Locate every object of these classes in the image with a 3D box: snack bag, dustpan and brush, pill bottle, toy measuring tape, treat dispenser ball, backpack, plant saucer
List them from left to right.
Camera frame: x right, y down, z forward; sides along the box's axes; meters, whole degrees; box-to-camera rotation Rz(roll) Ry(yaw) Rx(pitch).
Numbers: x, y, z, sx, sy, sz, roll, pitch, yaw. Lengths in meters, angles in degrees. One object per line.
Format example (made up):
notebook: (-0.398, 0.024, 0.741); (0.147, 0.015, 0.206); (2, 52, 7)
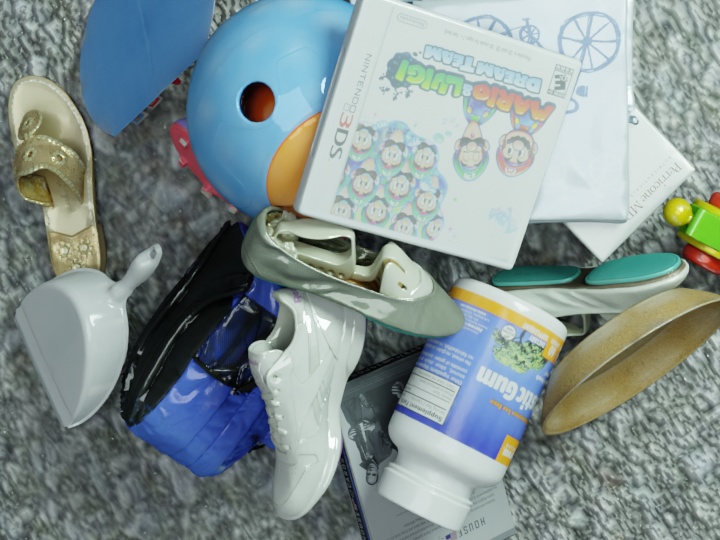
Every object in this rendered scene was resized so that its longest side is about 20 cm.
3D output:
dustpan and brush: (-0.245, 0.039, 1.354); (0.200, 0.057, 0.141); (-49, 62, 43)
backpack: (-0.117, 0.090, 1.327); (0.167, 0.163, 0.200); (39, 97, -17)
treat dispenser ball: (-0.051, -0.137, 1.253); (0.198, 0.201, 0.204); (1, 94, 8)
pill bottle: (0.092, 0.118, 1.261); (0.111, 0.112, 0.202); (24, 85, 6)
snack bag: (0.140, -0.133, 1.223); (0.186, 0.021, 0.203); (-2, 98, 10)
plant saucer: (0.232, 0.072, 1.263); (0.199, 0.200, 0.036); (-37, 69, 9)
toy measuring tape: (0.352, -0.018, 1.309); (0.198, 0.074, 0.074); (25, 98, -17)

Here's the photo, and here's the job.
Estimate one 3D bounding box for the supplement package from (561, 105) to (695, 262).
supplement package: (0.184, -0.121, 1.287); (0.200, 0.117, 0.117); (45, 98, 3)

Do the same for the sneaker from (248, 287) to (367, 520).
sneaker: (-0.060, 0.108, 1.227); (0.099, 0.075, 0.203); (10, 92, -27)

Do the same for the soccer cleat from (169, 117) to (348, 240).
soccer cleat: (-0.091, -0.086, 1.367); (0.199, 0.067, 0.077); (38, 66, 10)

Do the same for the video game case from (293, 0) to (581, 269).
video game case: (0.064, -0.110, 1.175); (0.198, 0.024, 0.184); (14, 102, -20)

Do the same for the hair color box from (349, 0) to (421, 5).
hair color box: (0.091, -0.271, 1.299); (0.197, 0.099, 0.061); (-5, 94, 9)

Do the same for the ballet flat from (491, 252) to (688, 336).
ballet flat: (0.208, 0.025, 1.300); (0.198, 0.069, 0.070); (-6, 94, 37)

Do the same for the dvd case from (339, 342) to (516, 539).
dvd case: (0.055, 0.176, 1.324); (0.149, 0.025, 0.202); (-20, 102, -25)

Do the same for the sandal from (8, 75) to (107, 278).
sandal: (-0.295, -0.086, 1.386); (0.077, 0.070, 0.214); (-15, 92, 9)

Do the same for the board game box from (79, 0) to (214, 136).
board game box: (-0.187, -0.219, 1.345); (0.199, 0.039, 0.159); (-36, 55, 32)

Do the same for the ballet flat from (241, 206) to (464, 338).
ballet flat: (0.000, 0.000, 1.191); (0.198, 0.068, 0.064); (18, 128, -6)
